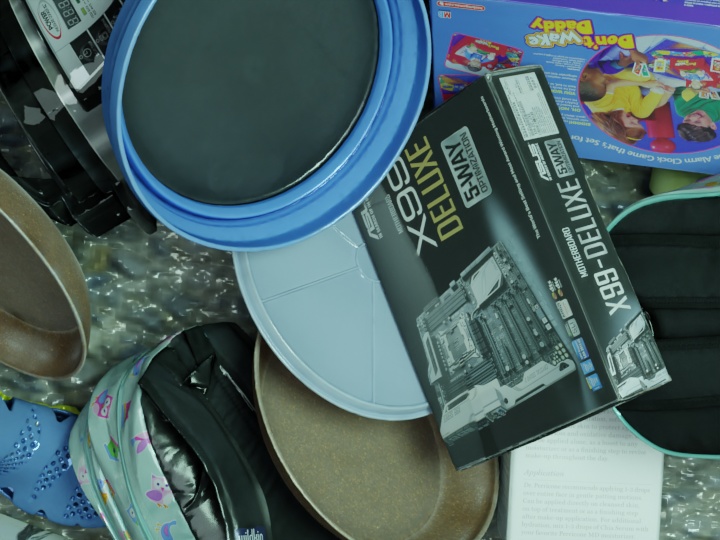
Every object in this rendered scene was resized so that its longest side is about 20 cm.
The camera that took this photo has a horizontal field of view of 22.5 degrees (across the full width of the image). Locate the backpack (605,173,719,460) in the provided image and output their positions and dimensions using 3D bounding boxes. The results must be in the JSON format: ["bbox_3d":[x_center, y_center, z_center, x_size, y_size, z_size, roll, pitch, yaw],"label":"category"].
[{"bbox_3d":[0.240,0.024,1.062,0.199,0.153,0.177,-5,98,22],"label":"backpack"}]

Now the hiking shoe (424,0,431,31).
[{"bbox_3d":[0.067,-0.232,1.157,0.086,0.074,0.202,5,90,-29],"label":"hiking shoe"}]

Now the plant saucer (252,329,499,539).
[{"bbox_3d":[0.004,0.098,1.139,0.201,0.200,0.037,50,129,-4],"label":"plant saucer"}]

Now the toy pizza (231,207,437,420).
[{"bbox_3d":[0.000,0.000,1.139,0.199,0.032,0.202,16,61,-31],"label":"toy pizza"}]

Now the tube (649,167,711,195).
[{"bbox_3d":[0.226,-0.138,1.133,0.052,0.058,0.201,17,115,17],"label":"tube"}]

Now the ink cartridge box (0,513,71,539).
[{"bbox_3d":[-0.252,0.240,1.186,0.199,0.084,0.146,20,95,-2],"label":"ink cartridge box"}]

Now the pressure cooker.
[{"bbox_3d":[-0.145,-0.125,1.106,0.199,0.176,0.179,-30,114,4],"label":"pressure cooker"}]

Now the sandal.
[{"bbox_3d":[-0.237,0.109,1.174,0.199,0.087,0.080,28,94,-5],"label":"sandal"}]

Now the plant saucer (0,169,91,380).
[{"bbox_3d":[-0.239,-0.015,1.127,0.200,0.200,0.035,43,59,-4],"label":"plant saucer"}]

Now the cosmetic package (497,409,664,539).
[{"bbox_3d":[0.145,0.081,1.176,0.101,0.071,0.202,3,96,-2],"label":"cosmetic package"}]

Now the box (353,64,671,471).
[{"bbox_3d":[0.081,0.001,1.074,0.050,0.157,0.201,-15,80,-39],"label":"box"}]

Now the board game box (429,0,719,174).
[{"bbox_3d":[0.142,-0.123,1.071,0.198,0.135,0.045,8,56,9],"label":"board game box"}]

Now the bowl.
[{"bbox_3d":[-0.053,-0.109,1.018,0.199,0.039,0.202,-16,123,-26],"label":"bowl"}]

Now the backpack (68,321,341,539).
[{"bbox_3d":[-0.092,0.138,1.140,0.126,0.167,0.201,-30,92,38],"label":"backpack"}]
